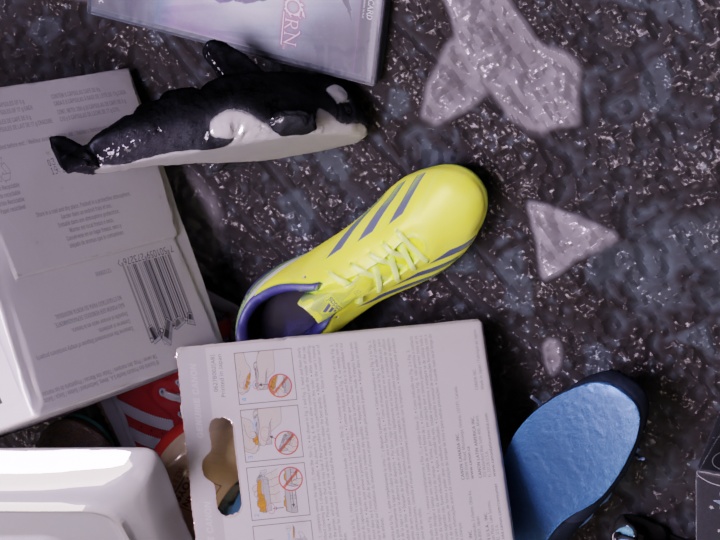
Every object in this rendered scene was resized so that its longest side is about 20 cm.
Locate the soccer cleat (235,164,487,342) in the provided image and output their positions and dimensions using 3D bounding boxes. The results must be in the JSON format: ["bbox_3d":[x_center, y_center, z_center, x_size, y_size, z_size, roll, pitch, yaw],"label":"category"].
[{"bbox_3d":[0.000,0.001,1.432,0.200,0.084,0.065,-32,100,32],"label":"soccer cleat"}]

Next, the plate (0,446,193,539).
[{"bbox_3d":[-0.208,0.167,1.404,0.199,0.032,0.200,-2,150,6],"label":"plate"}]

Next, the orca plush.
[{"bbox_3d":[-0.094,-0.103,1.386,0.199,0.105,0.071,-11,81,-10],"label":"orca plush"}]

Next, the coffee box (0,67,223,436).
[{"bbox_3d":[-0.243,0.005,1.432,0.197,0.200,0.201,-21,87,33],"label":"coffee box"}]

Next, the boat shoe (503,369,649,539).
[{"bbox_3d":[0.127,0.128,1.461,0.084,0.069,0.200,47,130,10],"label":"boat shoe"}]

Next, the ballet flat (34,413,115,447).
[{"bbox_3d":[-0.215,0.172,1.585,0.068,0.067,0.200,28,147,2],"label":"ballet flat"}]

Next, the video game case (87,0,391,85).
[{"bbox_3d":[-0.074,-0.204,1.395,0.199,0.019,0.143,16,121,15],"label":"video game case"}]

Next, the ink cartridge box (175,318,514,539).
[{"bbox_3d":[-0.010,0.120,1.421,0.199,0.050,0.161,-6,75,-6],"label":"ink cartridge box"}]

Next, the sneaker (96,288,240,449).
[{"bbox_3d":[-0.111,0.096,1.538,0.112,0.071,0.200,-20,105,34],"label":"sneaker"}]

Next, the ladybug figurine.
[{"bbox_3d":[-0.066,0.145,1.504,0.200,0.072,0.136,21,109,-37],"label":"ladybug figurine"}]

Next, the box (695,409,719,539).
[{"bbox_3d":[0.311,0.144,1.350,0.199,0.132,0.115,8,123,19],"label":"box"}]

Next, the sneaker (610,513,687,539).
[{"bbox_3d":[0.176,0.205,1.489,0.200,0.078,0.090,-16,91,25],"label":"sneaker"}]
